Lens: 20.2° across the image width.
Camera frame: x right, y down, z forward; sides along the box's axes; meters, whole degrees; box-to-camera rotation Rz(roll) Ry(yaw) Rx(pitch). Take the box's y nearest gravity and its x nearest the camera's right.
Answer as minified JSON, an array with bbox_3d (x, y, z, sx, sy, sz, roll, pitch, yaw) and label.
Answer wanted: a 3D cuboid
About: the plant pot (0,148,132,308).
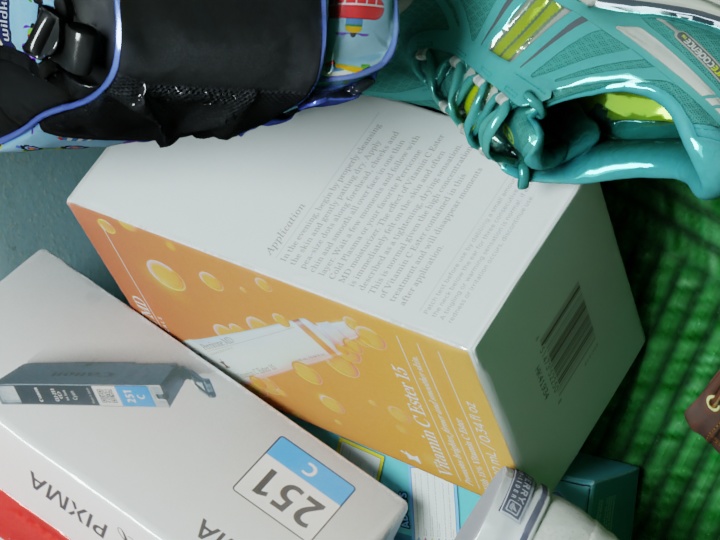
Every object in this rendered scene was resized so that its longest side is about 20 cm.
[{"bbox_3d":[-0.235,0.004,0.947,0.196,0.200,0.196,-6,100,33],"label":"plant pot"}]

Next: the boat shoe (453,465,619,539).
[{"bbox_3d":[0.045,0.167,0.814,0.070,0.071,0.200,28,120,1],"label":"boat shoe"}]

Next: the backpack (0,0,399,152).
[{"bbox_3d":[-0.086,-0.129,0.756,0.200,0.134,0.183,-15,76,63],"label":"backpack"}]

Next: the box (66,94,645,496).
[{"bbox_3d":[0.000,0.000,0.835,0.200,0.124,0.098,20,63,31],"label":"box"}]

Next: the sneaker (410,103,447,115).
[{"bbox_3d":[0.075,-0.079,0.839,0.199,0.071,0.083,-8,109,32],"label":"sneaker"}]

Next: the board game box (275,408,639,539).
[{"bbox_3d":[0.018,0.142,0.897,0.200,0.047,0.151,11,100,33],"label":"board game box"}]

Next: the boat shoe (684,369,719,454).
[{"bbox_3d":[0.180,-0.004,0.752,0.070,0.070,0.200,35,120,23],"label":"boat shoe"}]

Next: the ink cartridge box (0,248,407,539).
[{"bbox_3d":[-0.107,0.101,0.817,0.200,0.176,0.045,34,134,10],"label":"ink cartridge box"}]

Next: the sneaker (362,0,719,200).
[{"bbox_3d":[0.060,-0.073,0.744,0.200,0.080,0.078,12,143,29],"label":"sneaker"}]
